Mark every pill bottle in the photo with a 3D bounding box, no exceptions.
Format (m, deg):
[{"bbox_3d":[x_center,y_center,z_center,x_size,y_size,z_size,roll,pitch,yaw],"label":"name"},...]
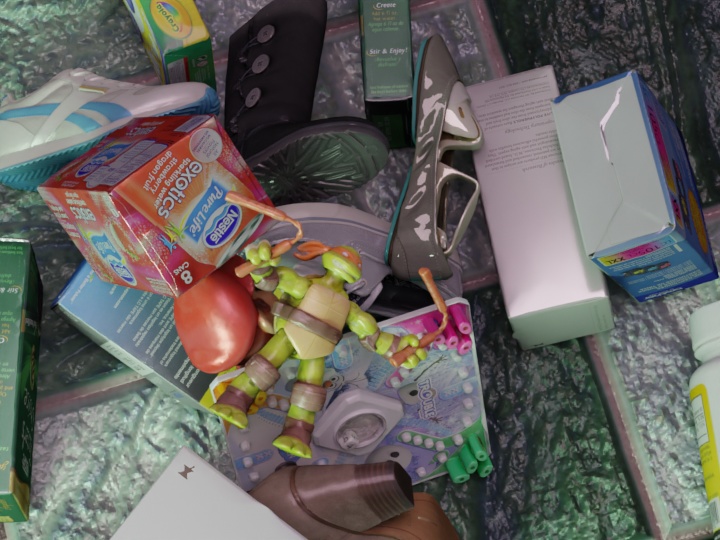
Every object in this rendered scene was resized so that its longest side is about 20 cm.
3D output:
[{"bbox_3d":[0.320,0.124,1.619,0.114,0.114,0.200,-6,73,-3],"label":"pill bottle"}]

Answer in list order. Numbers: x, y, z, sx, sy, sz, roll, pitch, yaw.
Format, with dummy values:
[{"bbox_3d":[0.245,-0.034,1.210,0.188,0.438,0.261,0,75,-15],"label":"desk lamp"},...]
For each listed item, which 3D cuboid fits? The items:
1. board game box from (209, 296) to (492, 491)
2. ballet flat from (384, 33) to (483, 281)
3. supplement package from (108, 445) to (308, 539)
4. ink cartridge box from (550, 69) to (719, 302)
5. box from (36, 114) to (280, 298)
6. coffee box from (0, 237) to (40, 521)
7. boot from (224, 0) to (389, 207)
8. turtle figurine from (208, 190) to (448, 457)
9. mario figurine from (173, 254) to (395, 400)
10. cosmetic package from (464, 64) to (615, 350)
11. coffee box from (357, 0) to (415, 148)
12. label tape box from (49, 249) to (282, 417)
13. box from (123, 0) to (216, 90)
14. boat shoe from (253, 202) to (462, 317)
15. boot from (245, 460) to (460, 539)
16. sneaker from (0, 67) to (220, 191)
[{"bbox_3d":[0.000,0.121,1.575,0.200,0.200,0.026,-18,48,-6],"label":"board game box"},{"bbox_3d":[0.066,-0.086,1.619,0.064,0.067,0.200,7,77,15],"label":"ballet flat"},{"bbox_3d":[-0.128,0.253,1.491,0.152,0.200,0.151,37,64,2],"label":"supplement package"},{"bbox_3d":[0.223,-0.059,1.643,0.076,0.200,0.137,-16,72,15],"label":"ink cartridge box"},{"bbox_3d":[-0.151,-0.050,1.525,0.100,0.200,0.095,-37,106,-17],"label":"box"},{"bbox_3d":[-0.278,0.088,1.614,0.044,0.123,0.200,2,71,-3],"label":"coffee box"},{"bbox_3d":[-0.043,-0.143,1.659,0.165,0.066,0.200,-18,41,26],"label":"boot"},{"bbox_3d":[-0.045,0.040,1.460,0.200,0.064,0.161,31,83,-29],"label":"turtle figurine"},{"bbox_3d":[-0.057,0.039,1.565,0.123,0.200,0.106,-50,40,10],"label":"mario figurine"},{"bbox_3d":[0.141,-0.049,1.670,0.085,0.108,0.200,-14,74,6],"label":"cosmetic package"},{"bbox_3d":[0.020,-0.212,1.718,0.044,0.123,0.200,-3,74,1],"label":"coffee box"},{"bbox_3d":[-0.126,0.029,1.663,0.200,0.063,0.144,36,75,-8],"label":"label tape box"},{"bbox_3d":[-0.180,-0.249,1.728,0.048,0.117,0.200,-21,73,-8],"label":"box"},{"bbox_3d":[0.000,0.001,1.635,0.201,0.070,0.072,13,50,-31],"label":"boat shoe"},{"bbox_3d":[-0.011,0.214,1.585,0.146,0.200,0.070,-19,38,16],"label":"boot"},{"bbox_3d":[-0.211,-0.128,1.688,0.200,0.077,0.081,-13,69,17],"label":"sneaker"}]
